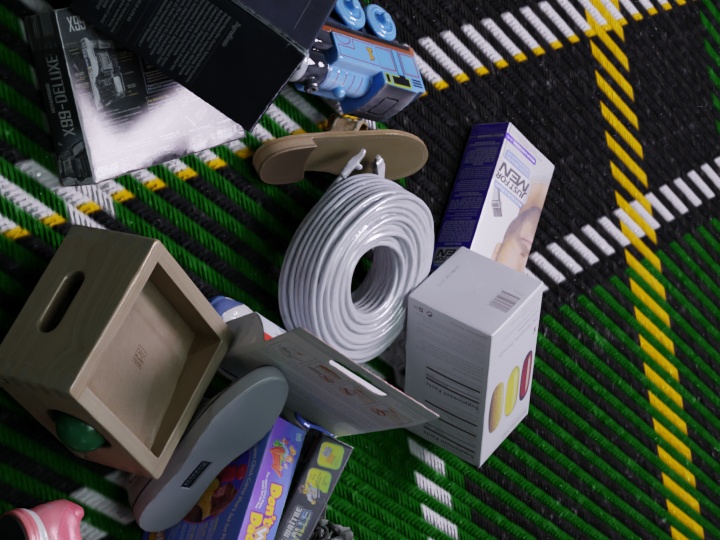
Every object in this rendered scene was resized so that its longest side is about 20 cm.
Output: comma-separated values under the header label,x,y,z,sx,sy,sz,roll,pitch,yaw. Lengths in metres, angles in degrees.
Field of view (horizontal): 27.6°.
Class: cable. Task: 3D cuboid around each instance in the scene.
label,x,y,z,sx,sy,sz,roll,pitch,yaw
cable,0.000,0.000,1.547,0.200,0.069,0.200,-50,140,-21

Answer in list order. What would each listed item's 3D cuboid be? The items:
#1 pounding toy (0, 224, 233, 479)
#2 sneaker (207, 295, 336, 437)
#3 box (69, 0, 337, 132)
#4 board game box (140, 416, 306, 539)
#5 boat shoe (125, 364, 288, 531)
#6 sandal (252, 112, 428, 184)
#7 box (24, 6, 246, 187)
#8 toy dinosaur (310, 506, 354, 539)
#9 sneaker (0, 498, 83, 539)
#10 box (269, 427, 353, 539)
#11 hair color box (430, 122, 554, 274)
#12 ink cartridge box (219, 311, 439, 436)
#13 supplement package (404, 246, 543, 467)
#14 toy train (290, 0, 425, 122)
label,x,y,z,sx,sy,sz,roll,pitch,yaw
pounding toy,-0.247,0.079,1.286,0.201,0.141,0.184,-63,144,-25
sneaker,-0.084,0.097,1.478,0.200,0.088,0.076,51,57,-33
box,-0.122,-0.270,1.324,0.196,0.124,0.201,33,45,-9
board game box,-0.140,0.235,1.382,0.045,0.134,0.201,33,67,-42
boat shoe,-0.148,0.151,1.356,0.071,0.070,0.200,22,115,-47
sandal,-0.026,-0.141,1.559,0.211,0.078,0.070,-6,53,-33
box,-0.206,-0.178,1.372,0.199,0.050,0.159,-24,107,-45
toy dinosaur,-0.069,0.310,1.496,0.136,0.102,0.201,-40,131,-23
sneaker,-0.258,0.298,1.298,0.087,0.073,0.202,-20,104,-47
box,-0.072,0.250,1.411,0.035,0.110,0.201,27,84,-6
hair color box,0.159,-0.065,1.762,0.109,0.065,0.201,36,66,-42
ink cartridge box,-0.031,0.090,1.350,0.160,0.200,0.047,34,65,-19
supplement package,0.123,0.097,1.634,0.114,0.109,0.201,-41,145,-39
toy train,-0.023,-0.226,1.524,0.199,0.087,0.115,8,56,-48
